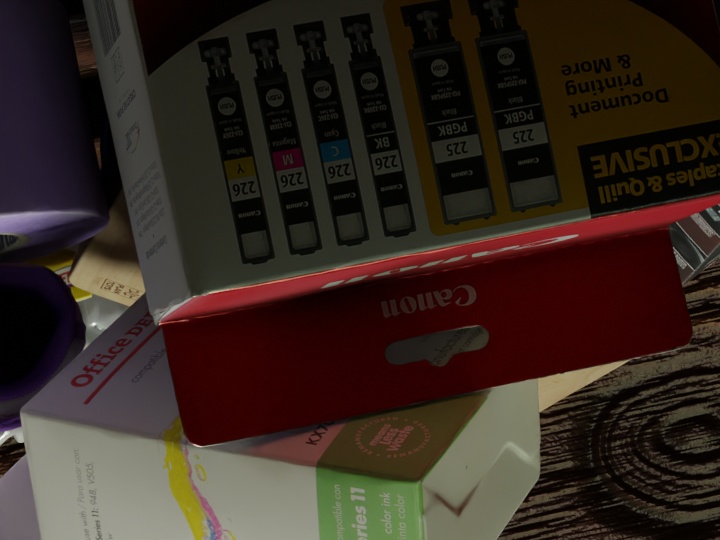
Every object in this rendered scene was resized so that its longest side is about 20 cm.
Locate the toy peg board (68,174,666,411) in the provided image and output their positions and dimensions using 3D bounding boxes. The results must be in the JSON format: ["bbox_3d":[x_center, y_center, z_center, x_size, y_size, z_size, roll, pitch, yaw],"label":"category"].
[{"bbox_3d":[0.005,-0.027,1.016,0.199,0.098,0.200,20,162,-9],"label":"toy peg board"}]

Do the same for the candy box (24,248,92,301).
[{"bbox_3d":[-0.222,-0.003,1.168,0.102,0.026,0.200,-15,-160,-41],"label":"candy box"}]

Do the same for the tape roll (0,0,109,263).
[{"bbox_3d":[-0.198,-0.038,0.945,0.199,0.085,0.200,-13,176,-1],"label":"tape roll"}]

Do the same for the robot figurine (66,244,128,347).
[{"bbox_3d":[-0.174,0.017,1.484,0.169,0.113,0.200,-2,169,-43],"label":"robot figurine"}]

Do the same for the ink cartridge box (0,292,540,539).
[{"bbox_3d":[-0.045,0.061,0.953,0.200,0.067,0.117,8,-151,23],"label":"ink cartridge box"}]

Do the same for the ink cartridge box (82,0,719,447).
[{"bbox_3d":[0.022,-0.045,0.871,0.199,0.176,0.084,-12,175,-15],"label":"ink cartridge box"}]

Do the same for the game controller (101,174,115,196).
[{"bbox_3d":[-0.128,-0.029,1.206,0.042,0.104,0.200,-48,-178,-7],"label":"game controller"}]

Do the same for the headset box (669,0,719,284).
[{"bbox_3d":[0.176,-0.084,1.018,0.149,0.077,0.200,-39,174,-10],"label":"headset box"}]

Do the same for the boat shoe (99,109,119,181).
[{"bbox_3d":[-0.021,-0.054,1.198,0.200,0.084,0.069,-12,-171,-29],"label":"boat shoe"}]

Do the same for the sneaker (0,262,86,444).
[{"bbox_3d":[-0.187,0.039,0.962,0.200,0.081,0.088,-16,173,-29],"label":"sneaker"}]
